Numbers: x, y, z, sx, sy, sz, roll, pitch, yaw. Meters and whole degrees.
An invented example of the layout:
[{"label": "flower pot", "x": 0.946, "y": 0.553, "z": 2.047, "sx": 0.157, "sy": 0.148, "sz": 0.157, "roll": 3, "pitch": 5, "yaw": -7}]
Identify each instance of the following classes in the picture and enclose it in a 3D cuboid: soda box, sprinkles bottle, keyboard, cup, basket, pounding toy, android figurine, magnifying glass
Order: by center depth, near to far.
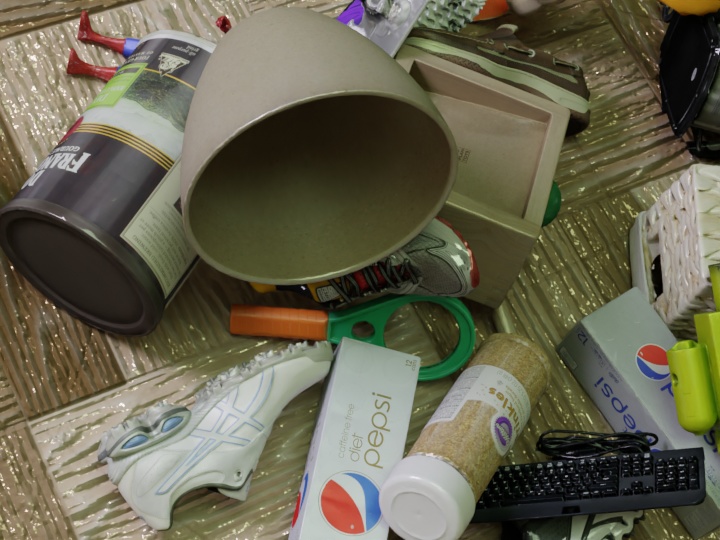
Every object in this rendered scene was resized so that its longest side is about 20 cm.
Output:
[{"label": "cup", "x": -0.045, "y": -0.107, "z": 1.076, "sx": 0.200, "sy": 0.200, "sz": 0.143, "roll": -7, "pitch": 53, "yaw": -17}, {"label": "soda box", "x": -0.008, "y": 0.158, "z": 1.142, "sx": 0.068, "sy": 0.064, "sz": 0.200, "roll": 16, "pitch": 61, "yaw": -6}, {"label": "sprinkles bottle", "x": 0.084, "y": 0.127, "z": 1.144, "sx": 0.068, "sy": 0.068, "sz": 0.200, "roll": 35, "pitch": 41, "yaw": 5}, {"label": "keyboard", "x": 0.164, "y": 0.151, "z": 1.145, "sx": 0.199, "sy": 0.040, "sz": 0.104, "roll": -7, "pitch": 19, "yaw": 14}, {"label": "android figurine", "x": 0.335, "y": 0.086, "z": 1.174, "sx": 0.182, "sy": 0.041, "sz": 0.201, "roll": -11, "pitch": 90, "yaw": -12}, {"label": "magnifying glass", "x": -0.006, "y": 0.047, "z": 1.204, "sx": 0.199, "sy": 0.080, "sz": 0.022, "roll": 4, "pitch": 23, "yaw": -3}, {"label": "soda box", "x": 0.253, "y": 0.118, "z": 1.227, "sx": 0.068, "sy": 0.063, "sz": 0.200, "roll": -28, "pitch": 74, "yaw": -25}, {"label": "pounding toy", "x": 0.086, "y": -0.049, "z": 1.245, "sx": 0.200, "sy": 0.142, "sz": 0.184, "roll": 21, "pitch": 51, "yaw": -1}, {"label": "basket", "x": 0.349, "y": -0.001, "z": 1.277, "sx": 0.199, "sy": 0.123, "sz": 0.136, "roll": 7, "pitch": 62, "yaw": -10}]

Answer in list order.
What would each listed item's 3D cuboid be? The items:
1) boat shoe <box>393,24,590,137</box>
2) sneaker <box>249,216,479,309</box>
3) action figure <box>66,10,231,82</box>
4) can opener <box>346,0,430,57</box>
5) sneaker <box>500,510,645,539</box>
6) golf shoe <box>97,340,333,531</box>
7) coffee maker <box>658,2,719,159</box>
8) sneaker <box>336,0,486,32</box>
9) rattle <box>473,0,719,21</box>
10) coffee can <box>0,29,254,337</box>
[{"label": "boat shoe", "x": 0.118, "y": -0.184, "z": 1.324, "sx": 0.202, "sy": 0.075, "sz": 0.075, "roll": 19, "pitch": 67, "yaw": -30}, {"label": "sneaker", "x": 0.000, "y": 0.000, "z": 1.163, "sx": 0.200, "sy": 0.078, "sz": 0.082, "roll": 5, "pitch": 44, "yaw": 28}, {"label": "action figure", "x": -0.144, "y": -0.183, "z": 1.262, "sx": 0.200, "sy": 0.099, "sz": 0.065, "roll": 15, "pitch": 63, "yaw": -9}, {"label": "can opener", "x": -0.002, "y": -0.168, "z": 1.261, "sx": 0.053, "sy": 0.200, "sz": 0.067, "roll": 41, "pitch": 19, "yaw": 21}, {"label": "sneaker", "x": 0.159, "y": 0.201, "z": 1.161, "sx": 0.090, "sy": 0.066, "sz": 0.200, "roll": 39, "pitch": 64, "yaw": 4}, {"label": "golf shoe", "x": -0.098, "y": 0.126, "z": 1.140, "sx": 0.200, "sy": 0.078, "sz": 0.097, "roll": -27, "pitch": 87, "yaw": -17}, {"label": "coffee maker", "x": 0.393, "y": -0.193, "z": 1.378, "sx": 0.199, "sy": 0.135, "sz": 0.193, "roll": 12, "pitch": 61, "yaw": -9}, {"label": "sneaker", "x": 0.015, "y": -0.221, "z": 1.339, "sx": 0.200, "sy": 0.070, "sz": 0.100, "roll": -33, "pitch": 37, "yaw": -6}, {"label": "rattle", "x": 0.206, "y": -0.256, "z": 1.362, "sx": 0.143, "sy": 0.200, "sz": 0.130, "roll": 23, "pitch": 48, "yaw": -29}, {"label": "coffee can", "x": -0.170, "y": -0.069, "z": 1.168, "sx": 0.146, "sy": 0.146, "sz": 0.200, "roll": 31, "pitch": 60, "yaw": 2}]
